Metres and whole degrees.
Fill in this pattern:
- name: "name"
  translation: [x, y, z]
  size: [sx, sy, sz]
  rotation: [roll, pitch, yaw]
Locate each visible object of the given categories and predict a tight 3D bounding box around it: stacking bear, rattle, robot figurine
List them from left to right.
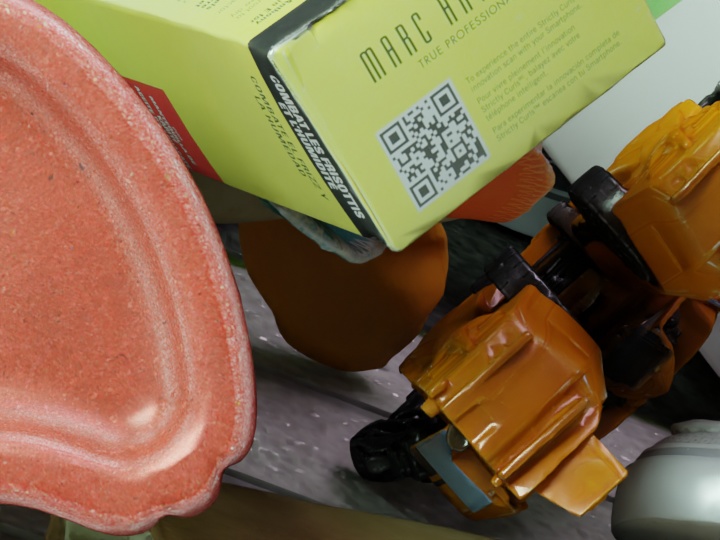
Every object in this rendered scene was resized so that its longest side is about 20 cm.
- name: "stacking bear"
  translation: [-0.092, 0.001, 0.616]
  size: [0.121, 0.115, 0.200]
  rotation: [-10, -1, -5]
- name: "rattle"
  translation: [0.000, 0.000, 0.697]
  size: [0.129, 0.144, 0.200]
  rotation: [-5, 24, -25]
- name: "robot figurine"
  translation: [0.060, 0.013, 0.716]
  size: [0.058, 0.145, 0.200]
  rotation: [48, -1, 2]

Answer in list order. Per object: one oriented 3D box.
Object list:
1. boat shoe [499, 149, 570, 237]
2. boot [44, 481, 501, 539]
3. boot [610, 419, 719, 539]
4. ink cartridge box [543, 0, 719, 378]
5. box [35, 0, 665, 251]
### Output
- name: "boat shoe"
  translation: [0.104, -0.047, 1.020]
  size: [0.199, 0.057, 0.069]
  rotation: [0, 32, -45]
- name: "boot"
  translation: [0.046, 0.106, 0.619]
  size: [0.199, 0.067, 0.175]
  rotation: [13, 10, -28]
- name: "boot"
  translation: [0.122, 0.034, 0.742]
  size: [0.073, 0.096, 0.200]
  rotation: [5, -8, 24]
- name: "ink cartridge box"
  translation: [0.126, -0.047, 0.908]
  size: [0.200, 0.084, 0.146]
  rotation: [52, 22, -8]
- name: "box"
  translation: [-0.023, -0.059, 0.606]
  size: [0.200, 0.075, 0.050]
  rotation: [21, -34, 60]
